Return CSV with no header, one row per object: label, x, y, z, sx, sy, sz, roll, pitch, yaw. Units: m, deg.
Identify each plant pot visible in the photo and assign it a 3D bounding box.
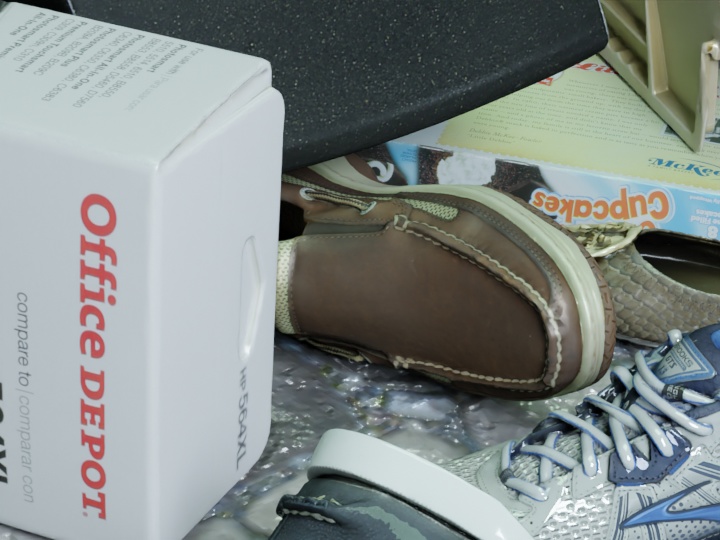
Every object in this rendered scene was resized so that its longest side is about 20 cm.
plant pot,-0.062,-0.136,0.905,0.177,0.201,0.199,-34,28,-24

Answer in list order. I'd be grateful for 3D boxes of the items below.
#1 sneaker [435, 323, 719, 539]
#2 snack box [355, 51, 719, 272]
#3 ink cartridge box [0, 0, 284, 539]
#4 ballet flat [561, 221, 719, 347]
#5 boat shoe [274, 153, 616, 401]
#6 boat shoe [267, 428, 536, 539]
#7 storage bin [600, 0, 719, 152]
sneaker,0.091,0.056,0.785,0.198,0.086,0.077,-6,30,-13
snack box,0.074,-0.054,1.026,0.198,0.037,0.116,10,31,13
ink cartridge box,-0.132,-0.007,0.816,0.199,0.147,0.084,14,30,20
ballet flat,0.154,0.005,0.918,0.199,0.047,0.067,12,30,16
boat shoe,0.000,0.006,0.885,0.074,0.075,0.202,-18,23,-33
boat shoe,0.062,0.115,0.705,0.199,0.076,0.061,25,73,18
storage bin,0.190,-0.151,1.038,0.199,0.094,0.199,-17,34,-12
